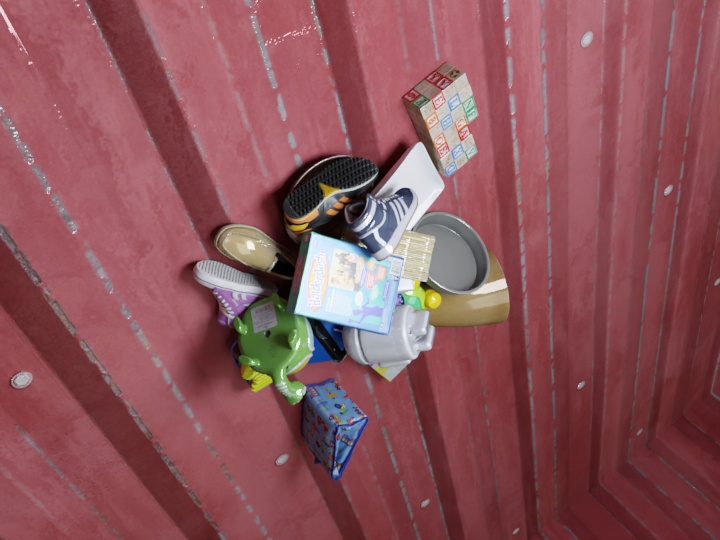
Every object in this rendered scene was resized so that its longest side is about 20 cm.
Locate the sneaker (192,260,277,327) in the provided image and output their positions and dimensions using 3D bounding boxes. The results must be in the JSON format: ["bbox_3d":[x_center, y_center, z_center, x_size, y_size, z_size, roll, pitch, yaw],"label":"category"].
[{"bbox_3d":[-0.253,0.055,1.514,0.200,0.073,0.114,24,108,-49],"label":"sneaker"}]

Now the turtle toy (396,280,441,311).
[{"bbox_3d":[0.066,0.040,1.707,0.200,0.146,0.101,40,82,-34],"label":"turtle toy"}]

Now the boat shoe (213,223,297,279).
[{"bbox_3d":[-0.182,-0.030,1.498,0.200,0.076,0.072,19,109,-47],"label":"boat shoe"}]

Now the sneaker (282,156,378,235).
[{"bbox_3d":[-0.055,-0.136,1.487,0.200,0.070,0.090,-32,156,-18],"label":"sneaker"}]

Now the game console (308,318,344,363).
[{"bbox_3d":[-0.102,0.091,1.674,0.170,0.118,0.200,-10,137,22],"label":"game console"}]

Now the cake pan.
[{"bbox_3d":[0.189,-0.033,1.746,0.200,0.200,0.037,-11,160,-35],"label":"cake pan"}]

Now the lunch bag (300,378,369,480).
[{"bbox_3d":[-0.079,0.380,1.870,0.094,0.151,0.200,-8,127,-37],"label":"lunch bag"}]

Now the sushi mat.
[{"bbox_3d":[0.052,-0.040,1.559,0.200,0.012,0.096,11,87,-26],"label":"sushi mat"}]

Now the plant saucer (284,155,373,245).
[{"bbox_3d":[-0.067,-0.137,1.543,0.200,0.034,0.200,-24,136,-25],"label":"plant saucer"}]

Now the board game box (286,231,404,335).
[{"bbox_3d":[-0.026,0.026,1.488,0.200,0.045,0.152,16,83,-27],"label":"board game box"}]

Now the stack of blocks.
[{"bbox_3d":[0.172,-0.296,1.596,0.115,0.059,0.200,-40,140,-8],"label":"stack of blocks"}]

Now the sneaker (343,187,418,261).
[{"bbox_3d":[0.039,-0.118,1.500,0.070,0.200,0.109,-29,115,39],"label":"sneaker"}]

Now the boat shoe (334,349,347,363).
[{"bbox_3d":[-0.008,0.117,1.777,0.199,0.068,0.074,-49,140,3],"label":"boat shoe"}]

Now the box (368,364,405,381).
[{"bbox_3d":[0.055,0.178,1.902,0.117,0.048,0.200,-45,143,-1],"label":"box"}]

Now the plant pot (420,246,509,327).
[{"bbox_3d":[0.212,0.056,1.852,0.200,0.186,0.187,-14,132,-14],"label":"plant pot"}]

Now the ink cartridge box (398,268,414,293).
[{"bbox_3d":[0.000,0.000,1.604,0.200,0.109,0.050,-8,173,-7],"label":"ink cartridge box"}]

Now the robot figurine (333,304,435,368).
[{"bbox_3d":[0.048,0.131,1.640,0.200,0.113,0.170,-9,120,21],"label":"robot figurine"}]

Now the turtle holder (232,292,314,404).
[{"bbox_3d":[-0.142,0.141,1.510,0.141,0.186,0.132,-48,151,2],"label":"turtle holder"}]

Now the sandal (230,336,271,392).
[{"bbox_3d":[-0.216,0.188,1.649,0.079,0.087,0.200,-32,160,-12],"label":"sandal"}]

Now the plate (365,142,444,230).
[{"bbox_3d":[0.077,-0.146,1.633,0.200,0.032,0.200,-50,150,-4],"label":"plate"}]
